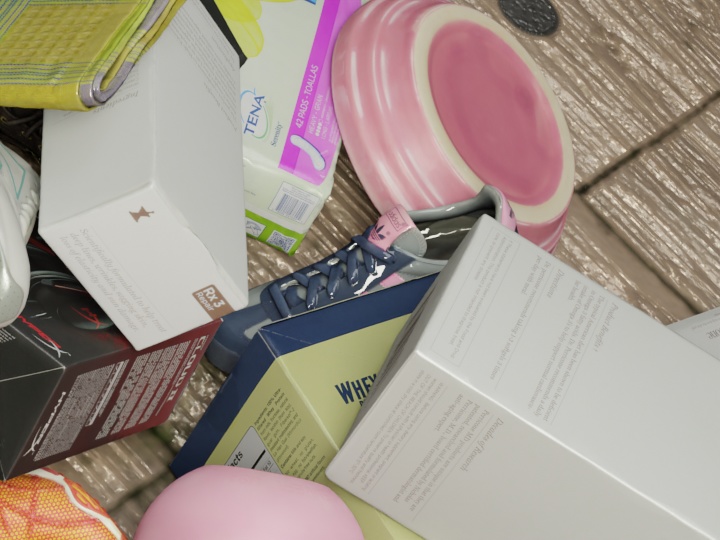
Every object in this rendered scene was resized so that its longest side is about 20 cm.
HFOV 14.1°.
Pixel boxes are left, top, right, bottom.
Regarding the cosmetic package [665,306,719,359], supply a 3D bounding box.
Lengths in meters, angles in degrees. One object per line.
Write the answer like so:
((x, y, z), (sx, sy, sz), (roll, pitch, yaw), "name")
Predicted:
((0.185, 0.081, 1.765), (0.200, 0.051, 0.083), (-17, 66, -49), "cosmetic package")

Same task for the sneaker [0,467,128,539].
((-0.201, 0.127, 1.517), (0.199, 0.073, 0.077), (30, 63, 3), "sneaker")

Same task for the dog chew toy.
((-0.065, 0.202, 1.464), (0.124, 0.124, 0.201), (14, 80, -20), "dog chew toy")

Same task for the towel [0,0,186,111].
((-0.193, -0.119, 1.480), (0.199, 0.023, 0.144), (0, 34, 21), "towel")

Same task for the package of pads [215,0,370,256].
((-0.081, -0.122, 1.789), (0.154, 0.068, 0.201), (24, 44, -11), "package of pads")

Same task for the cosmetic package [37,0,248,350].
((-0.112, -0.068, 1.513), (0.102, 0.074, 0.201), (54, 23, -38), "cosmetic package")

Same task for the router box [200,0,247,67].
((-0.169, -0.182, 1.670), (0.062, 0.150, 0.200), (-43, 43, -16), "router box")

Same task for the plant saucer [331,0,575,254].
((0.067, -0.088, 1.811), (0.200, 0.051, 0.201), (30, 45, -35), "plant saucer")

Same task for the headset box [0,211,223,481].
((-0.178, 0.024, 1.548), (0.148, 0.075, 0.200), (36, 19, 16), "headset box")

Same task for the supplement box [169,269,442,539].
((0.041, 0.123, 1.601), (0.199, 0.134, 0.200), (-17, 63, -40), "supplement box")

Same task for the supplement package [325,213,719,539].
((0.105, 0.090, 1.486), (0.199, 0.117, 0.117), (32, 44, -2), "supplement package")

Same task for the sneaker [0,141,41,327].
((-0.189, -0.033, 1.453), (0.080, 0.071, 0.200), (20, 21, -32), "sneaker")

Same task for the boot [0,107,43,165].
((-0.176, -0.088, 1.623), (0.174, 0.069, 0.200), (42, -1, 30), "boot")

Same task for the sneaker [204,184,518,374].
((0.000, 0.000, 1.691), (0.199, 0.082, 0.070), (-18, 47, -19), "sneaker")
